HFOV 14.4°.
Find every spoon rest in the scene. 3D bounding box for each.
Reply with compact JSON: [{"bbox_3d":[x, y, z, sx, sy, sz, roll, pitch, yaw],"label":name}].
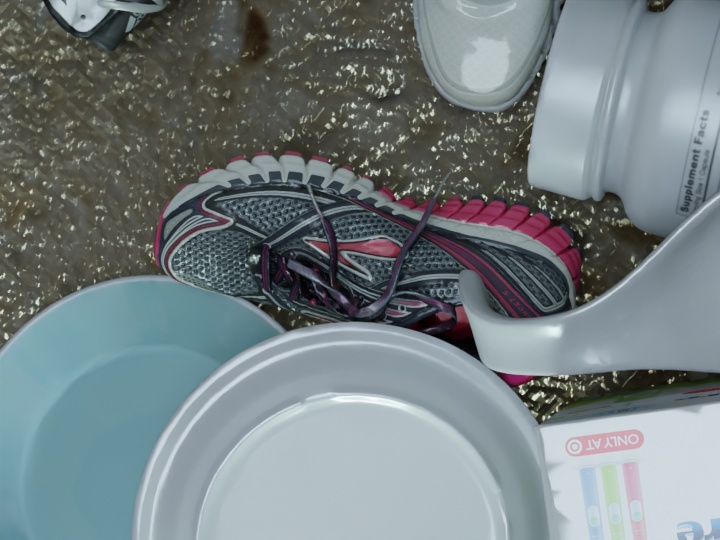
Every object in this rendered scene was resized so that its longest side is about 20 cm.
[{"bbox_3d":[0.139,0.010,1.225,0.200,0.061,0.100,-13,115,16],"label":"spoon rest"}]

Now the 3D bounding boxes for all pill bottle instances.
[{"bbox_3d":[0.183,-0.062,1.284,0.200,0.113,0.114,14,94,9],"label":"pill bottle"}]

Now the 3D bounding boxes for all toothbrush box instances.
[{"bbox_3d":[0.162,0.092,1.247,0.145,0.200,0.086,-8,90,10],"label":"toothbrush box"}]

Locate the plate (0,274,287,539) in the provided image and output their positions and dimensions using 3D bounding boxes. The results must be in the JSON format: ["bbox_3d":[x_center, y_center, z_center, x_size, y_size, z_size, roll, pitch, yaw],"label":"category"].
[{"bbox_3d":[-0.101,0.102,1.366,0.200,0.026,0.201,-3,79,16],"label":"plate"}]

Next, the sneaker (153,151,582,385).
[{"bbox_3d":[0.000,0.000,1.320,0.200,0.081,0.075,8,49,10],"label":"sneaker"}]

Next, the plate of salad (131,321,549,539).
[{"bbox_3d":[-0.004,0.121,1.303,0.200,0.048,0.201,0,97,-3],"label":"plate of salad"}]

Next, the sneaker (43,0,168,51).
[{"bbox_3d":[-0.076,-0.152,1.356,0.200,0.076,0.116,20,103,16],"label":"sneaker"}]

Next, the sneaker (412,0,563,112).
[{"bbox_3d":[0.062,-0.173,1.319,0.075,0.081,0.201,8,94,7],"label":"sneaker"}]
